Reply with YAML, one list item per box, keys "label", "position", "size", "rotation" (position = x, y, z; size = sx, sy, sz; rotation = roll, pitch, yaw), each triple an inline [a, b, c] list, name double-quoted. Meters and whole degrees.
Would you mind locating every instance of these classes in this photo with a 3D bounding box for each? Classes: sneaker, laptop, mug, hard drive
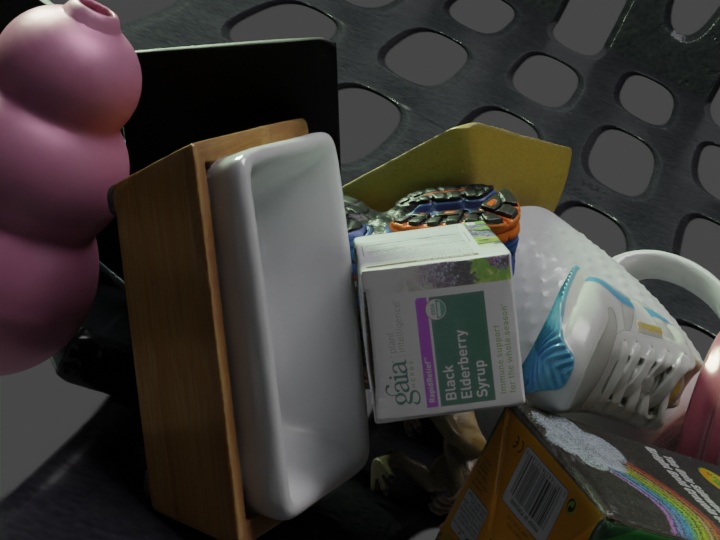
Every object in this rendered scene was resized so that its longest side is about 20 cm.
- label: "sneaker"
  position: [0.000, 0.000, 1.383]
  size: [0.199, 0.079, 0.075]
  rotation: [-2, 23, 15]
- label: "sneaker"
  position: [0.139, 0.047, 1.264]
  size: [0.081, 0.077, 0.200]
  rotation: [30, 12, 14]
- label: "laptop"
  position: [-0.114, -0.087, 1.304]
  size: [0.103, 0.178, 0.200]
  rotation: [-32, 51, -28]
- label: "mug"
  position: [0.153, 0.056, 1.450]
  size: [0.200, 0.148, 0.175]
  rotation: [-31, 54, -26]
- label: "hard drive"
  position: [-0.132, 0.023, 1.353]
  size: [0.139, 0.033, 0.200]
  rotation: [19, 17, -27]

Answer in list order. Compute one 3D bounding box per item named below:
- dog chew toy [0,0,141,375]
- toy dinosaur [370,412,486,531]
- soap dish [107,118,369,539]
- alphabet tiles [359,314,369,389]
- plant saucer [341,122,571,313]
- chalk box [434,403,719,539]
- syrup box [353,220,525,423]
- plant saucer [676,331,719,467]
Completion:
- label: "dog chew toy"
  position: [-0.177, -0.047, 1.191]
  size: [0.124, 0.201, 0.125]
  rotation: [25, 16, -8]
- label: "toy dinosaur"
  position: [0.058, 0.110, 1.328]
  size: [0.101, 0.058, 0.201]
  rotation: [14, 45, -37]
- label: "soap dish"
  position: [-0.061, 0.028, 1.189]
  size: [0.081, 0.201, 0.157]
  rotation: [-4, 7, 19]
- label: "alphabet tiles"
  position: [-0.024, 0.035, 1.536]
  size: [0.167, 0.008, 0.200]
  rotation: [36, 18, 34]
- label: "plant saucer"
  position: [0.031, -0.023, 1.499]
  size: [0.200, 0.199, 0.049]
  rotation: [4, 61, -66]
- label: "chalk box"
  position: [0.151, 0.169, 1.192]
  size: [0.199, 0.124, 0.125]
  rotation: [19, 16, -29]
- label: "syrup box"
  position: [0.040, 0.024, 1.236]
  size: [0.081, 0.079, 0.200]
  rotation: [-7, 6, -1]
- label: "plant saucer"
  position: [0.225, 0.107, 1.354]
  size: [0.051, 0.202, 0.200]
  rotation: [14, 10, 21]
